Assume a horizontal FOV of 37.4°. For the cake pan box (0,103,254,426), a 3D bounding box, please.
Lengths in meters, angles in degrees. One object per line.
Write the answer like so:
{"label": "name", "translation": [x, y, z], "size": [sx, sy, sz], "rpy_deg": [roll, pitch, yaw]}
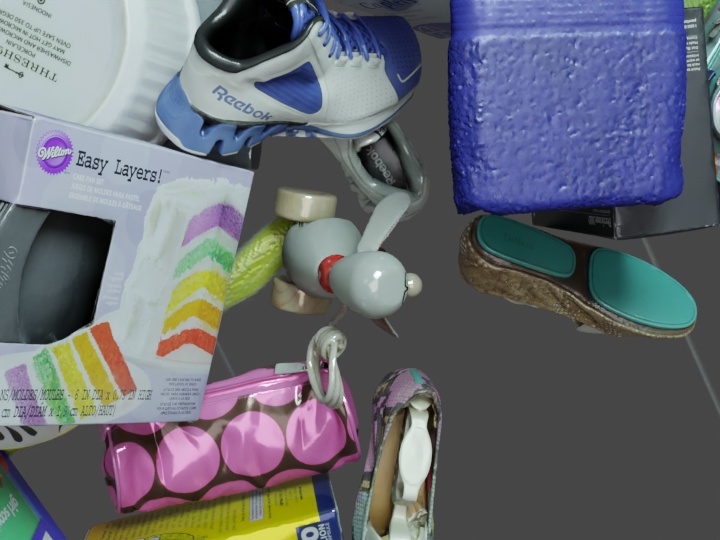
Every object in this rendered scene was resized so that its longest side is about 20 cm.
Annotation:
{"label": "cake pan box", "translation": [-0.167, 0.004, 0.684], "size": [0.052, 0.199, 0.187], "rpy_deg": [13, 91, 37]}

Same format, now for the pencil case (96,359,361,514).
{"label": "pencil case", "translation": [-0.102, 0.121, 0.811], "size": [0.197, 0.091, 0.095], "rpy_deg": [-14, 134, -7]}

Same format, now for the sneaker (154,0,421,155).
{"label": "sneaker", "translation": [-0.033, -0.145, 0.702], "size": [0.197, 0.115, 0.081], "rpy_deg": [-19, 67, -30]}

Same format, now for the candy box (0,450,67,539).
{"label": "candy box", "translation": [-0.283, 0.201, 0.755], "size": [0.076, 0.169, 0.202], "rpy_deg": [-30, 98, 2]}

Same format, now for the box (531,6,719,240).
{"label": "box", "translation": [0.177, -0.101, 0.765], "size": [0.078, 0.200, 0.144], "rpy_deg": [-5, 96, -6]}

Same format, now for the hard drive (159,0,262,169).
{"label": "hard drive", "translation": [-0.167, -0.154, 0.785], "size": [0.197, 0.033, 0.142], "rpy_deg": [6, 95, 7]}

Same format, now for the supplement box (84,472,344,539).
{"label": "supplement box", "translation": [-0.105, 0.239, 0.809], "size": [0.197, 0.110, 0.111], "rpy_deg": [-13, 96, -5]}

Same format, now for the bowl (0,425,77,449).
{"label": "bowl", "translation": [-0.243, 0.014, 0.734], "size": [0.198, 0.094, 0.204], "rpy_deg": [11, 65, -24]}

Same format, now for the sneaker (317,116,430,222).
{"label": "sneaker", "translation": [-0.014, -0.123, 0.803], "size": [0.075, 0.081, 0.200], "rpy_deg": [-41, 96, 0]}

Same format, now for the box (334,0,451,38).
{"label": "box", "translation": [0.038, -0.237, 0.712], "size": [0.198, 0.183, 0.107], "rpy_deg": [12, 90, -32]}

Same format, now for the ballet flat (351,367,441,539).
{"label": "ballet flat", "translation": [0.032, 0.180, 0.838], "size": [0.068, 0.071, 0.203], "rpy_deg": [5, 95, -8]}

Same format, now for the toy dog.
{"label": "toy dog", "translation": [0.000, 0.000, 0.777], "size": [0.095, 0.201, 0.133], "rpy_deg": [0, 121, -23]}

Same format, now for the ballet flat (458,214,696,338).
{"label": "ballet flat", "translation": [0.168, 0.012, 0.847], "size": [0.198, 0.066, 0.071], "rpy_deg": [23, 55, -4]}

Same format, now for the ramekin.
{"label": "ramekin", "translation": [-0.215, -0.159, 0.727], "size": [0.199, 0.094, 0.206], "rpy_deg": [0, 94, 7]}

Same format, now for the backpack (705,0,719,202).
{"label": "backpack", "translation": [0.332, -0.138, 0.808], "size": [0.175, 0.153, 0.202], "rpy_deg": [32, 84, -3]}

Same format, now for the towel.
{"label": "towel", "translation": [0.119, -0.137, 0.626], "size": [0.145, 0.050, 0.203], "rpy_deg": [-3, 98, -7]}
